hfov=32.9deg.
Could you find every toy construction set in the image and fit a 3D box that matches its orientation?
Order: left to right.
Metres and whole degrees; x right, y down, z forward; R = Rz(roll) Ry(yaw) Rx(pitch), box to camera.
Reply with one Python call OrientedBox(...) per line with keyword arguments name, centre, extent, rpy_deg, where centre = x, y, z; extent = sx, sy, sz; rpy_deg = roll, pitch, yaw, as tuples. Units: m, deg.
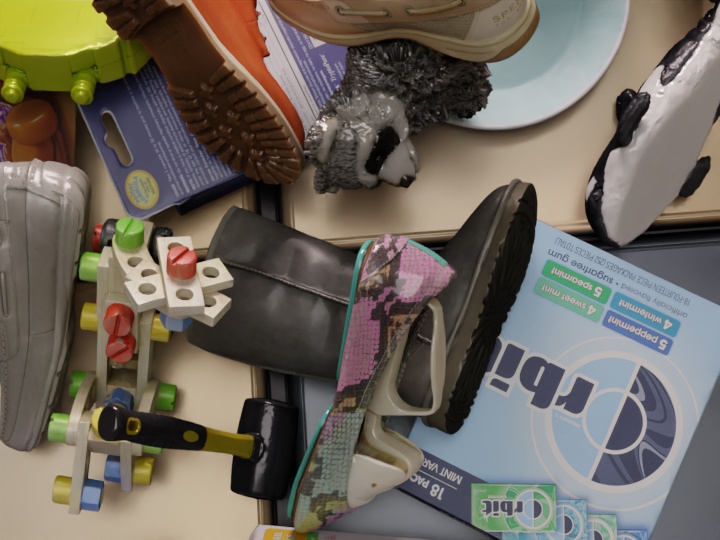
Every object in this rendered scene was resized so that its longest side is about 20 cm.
OrientedBox(name="toy construction set", centre=(-0.145, 0.046, 0.764), extent=(0.091, 0.201, 0.132), rpy_deg=(20, 37, -11))

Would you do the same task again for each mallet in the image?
OrientedBox(name="mallet", centre=(-0.093, 0.093, 0.742), extent=(0.041, 0.200, 0.067), rpy_deg=(5, 73, 25))

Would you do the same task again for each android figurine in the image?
OrientedBox(name="android figurine", centre=(-0.196, -0.189, 0.831), extent=(0.179, 0.041, 0.202), rpy_deg=(0, 52, 0))

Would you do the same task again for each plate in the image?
OrientedBox(name="plate", centre=(0.093, -0.195, 0.872), extent=(0.197, 0.026, 0.204), rpy_deg=(0, 79, 1))

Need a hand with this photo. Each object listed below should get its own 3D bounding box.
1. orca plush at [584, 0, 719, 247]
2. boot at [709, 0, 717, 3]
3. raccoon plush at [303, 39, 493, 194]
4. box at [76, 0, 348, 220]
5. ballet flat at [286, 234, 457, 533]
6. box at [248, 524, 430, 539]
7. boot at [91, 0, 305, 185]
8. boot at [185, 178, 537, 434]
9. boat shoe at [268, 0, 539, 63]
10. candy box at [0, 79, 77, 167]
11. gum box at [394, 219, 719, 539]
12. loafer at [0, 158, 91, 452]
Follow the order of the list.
OrientedBox(name="orca plush", centre=(0.197, -0.119, 0.830), extent=(0.071, 0.104, 0.203), rpy_deg=(33, 112, 46))
OrientedBox(name="boot", centre=(0.169, -0.272, 0.848), extent=(0.171, 0.069, 0.203), rpy_deg=(-5, 69, -13))
OrientedBox(name="raccoon plush", centre=(-0.003, -0.138, 0.819), extent=(0.133, 0.097, 0.201), rpy_deg=(-30, 51, -2))
OrientedBox(name="box", centre=(-0.091, -0.122, 0.850), extent=(0.198, 0.032, 0.122), rpy_deg=(-24, 80, -11))
OrientedBox(name="ballet flat", centre=(0.011, 0.080, 0.723), extent=(0.070, 0.069, 0.203), rpy_deg=(21, 108, 15))
OrientedBox(name="box", centre=(0.022, 0.234, 0.737), extent=(0.197, 0.102, 0.114), rpy_deg=(5, 107, 2))
OrientedBox(name="boot", centre=(-0.085, -0.154, 0.789), extent=(0.201, 0.074, 0.108), rpy_deg=(55, 46, -23))
OrientedBox(name="boot", centre=(0.000, -0.002, 0.800), extent=(0.198, 0.073, 0.184), rpy_deg=(21, 79, 26))
OrientedBox(name="boat shoe", centre=(0.014, -0.178, 0.739), extent=(0.198, 0.065, 0.073), rpy_deg=(21, 71, 37))
OrientedBox(name="candy box", centre=(-0.288, -0.072, 0.795), extent=(0.197, 0.056, 0.119), rpy_deg=(5, 78, -30))
OrientedBox(name="gum box", centre=(0.134, 0.087, 0.808), extent=(0.168, 0.045, 0.202), rpy_deg=(25, 80, 7))
OrientedBox(name="loafer", centre=(-0.218, 0.023, 0.783), extent=(0.069, 0.070, 0.203), rpy_deg=(10, 111, -8))
